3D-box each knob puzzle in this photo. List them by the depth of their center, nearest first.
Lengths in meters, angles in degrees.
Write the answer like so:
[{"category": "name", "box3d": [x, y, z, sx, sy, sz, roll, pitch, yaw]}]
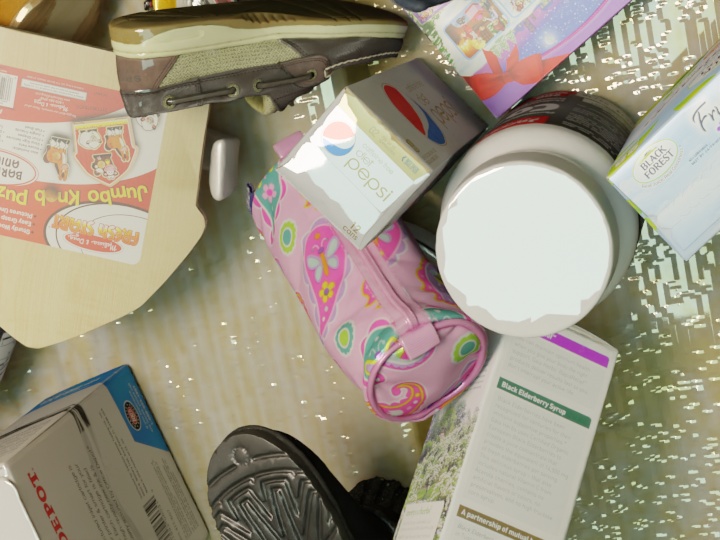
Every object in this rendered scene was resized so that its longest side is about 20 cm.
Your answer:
[{"category": "knob puzzle", "box3d": [-0.196, -0.049, 0.955, 0.218, 0.030, 0.222, 0, 102, 1]}]

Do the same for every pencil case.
[{"category": "pencil case", "box3d": [0.000, 0.000, 0.904, 0.088, 0.087, 0.200, -52, 45, 21]}]

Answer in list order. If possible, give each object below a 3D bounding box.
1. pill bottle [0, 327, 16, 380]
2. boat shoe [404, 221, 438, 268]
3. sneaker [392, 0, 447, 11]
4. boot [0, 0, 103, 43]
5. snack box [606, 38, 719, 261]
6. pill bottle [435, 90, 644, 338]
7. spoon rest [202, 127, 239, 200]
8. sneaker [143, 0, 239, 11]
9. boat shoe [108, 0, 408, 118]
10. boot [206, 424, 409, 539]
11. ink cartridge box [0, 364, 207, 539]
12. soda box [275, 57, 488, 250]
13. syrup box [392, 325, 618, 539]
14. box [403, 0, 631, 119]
[{"category": "pill bottle", "box3d": [-0.294, 0.034, 1.043, 0.106, 0.106, 0.201, 28, 109, 7]}, {"category": "boat shoe", "box3d": [0.059, 0.056, 0.970, 0.072, 0.066, 0.201, -32, 92, 26]}, {"category": "sneaker", "box3d": [0.091, -0.208, 0.828, 0.199, 0.081, 0.074, -35, 116, 24]}, {"category": "boot", "box3d": [-0.233, -0.229, 0.975, 0.144, 0.071, 0.202, 39, 116, 23]}, {"category": "snack box", "box3d": [0.225, -0.104, 0.813, 0.068, 0.200, 0.169, 45, 110, 0]}, {"category": "pill bottle", "box3d": [0.110, -0.036, 0.863, 0.113, 0.200, 0.115, 4, 105, 14]}, {"category": "spoon rest", "box3d": [-0.163, -0.087, 1.010, 0.199, 0.061, 0.100, 13, 107, 26]}, {"category": "sneaker", "box3d": [-0.102, -0.233, 0.947, 0.081, 0.078, 0.202, -5, 101, -10]}, {"category": "boat shoe", "box3d": [-0.061, -0.130, 0.908, 0.072, 0.200, 0.067, 29, 122, 50]}, {"category": "boot", "box3d": [-0.010, 0.166, 0.970, 0.079, 0.158, 0.212, -27, 102, 23]}, {"category": "ink cartridge box", "box3d": [-0.198, 0.171, 1.003, 0.084, 0.200, 0.147, -21, 98, 19]}, {"category": "soda box", "box3d": [0.019, -0.075, 0.877, 0.068, 0.200, 0.064, 44, 109, 1]}, {"category": "syrup box", "box3d": [0.081, 0.128, 0.885, 0.081, 0.079, 0.201, 25, 72, -14]}, {"category": "box", "box3d": [0.115, -0.210, 0.901, 0.200, 0.039, 0.137, -41, 91, 21]}]
